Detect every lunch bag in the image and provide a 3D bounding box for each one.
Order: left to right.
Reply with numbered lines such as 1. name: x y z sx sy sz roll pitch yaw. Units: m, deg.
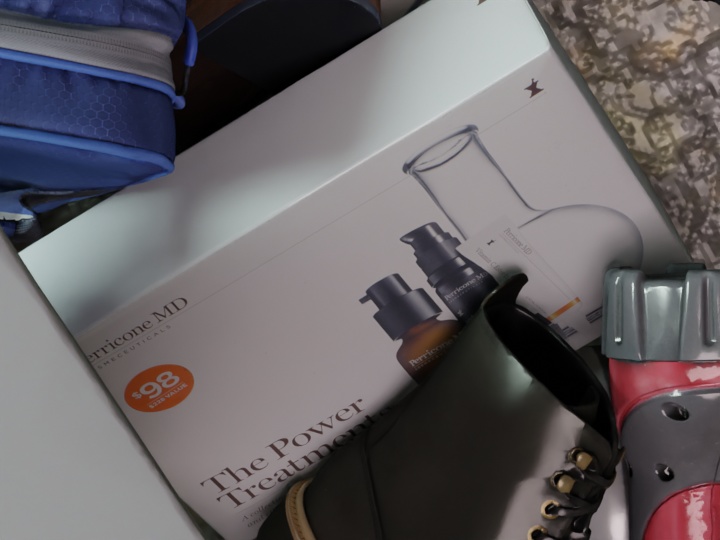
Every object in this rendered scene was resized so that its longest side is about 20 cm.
1. lunch bag: -0.143 -0.078 0.847 0.199 0.136 0.133 9 81 -25

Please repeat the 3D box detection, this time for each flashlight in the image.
1. flashlight: 0.117 0.098 0.936 0.068 0.068 0.201 -1 91 26

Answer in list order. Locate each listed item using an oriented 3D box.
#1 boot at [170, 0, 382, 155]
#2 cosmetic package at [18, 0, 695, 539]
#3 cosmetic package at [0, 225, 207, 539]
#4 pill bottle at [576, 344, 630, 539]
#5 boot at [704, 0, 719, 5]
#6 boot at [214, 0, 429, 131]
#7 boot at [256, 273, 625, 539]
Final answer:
1. boot: -0.074 -0.094 0.968 0.200 0.097 0.075 -19 146 31
2. cosmetic package: 0.000 0.000 0.947 0.200 0.052 0.151 -31 139 8
3. cosmetic package: -0.144 0.096 0.753 0.167 0.200 0.167 -36 100 -16
4. pill bottle: 0.129 0.081 1.030 0.199 0.114 0.114 -6 114 -3
5. boot: 0.129 -0.177 0.936 0.200 0.076 0.169 19 107 -20
6. boot: 0.018 -0.082 0.982 0.090 0.073 0.200 23 108 -37
7. boot: 0.061 0.115 0.915 0.200 0.077 0.138 50 118 19
